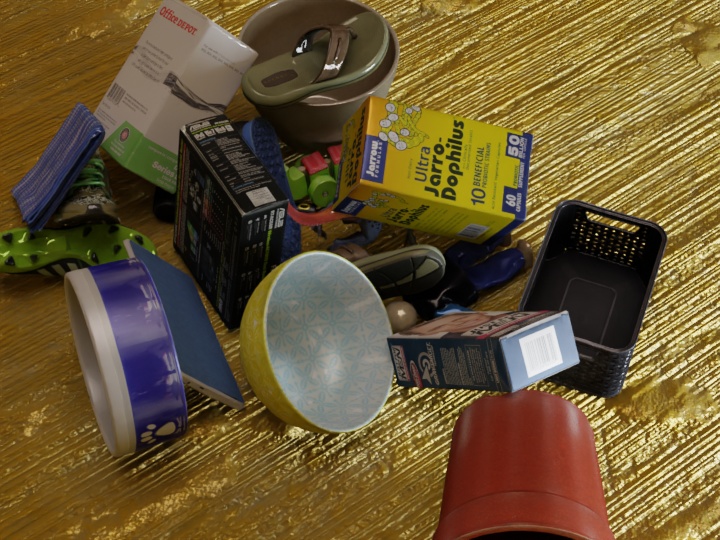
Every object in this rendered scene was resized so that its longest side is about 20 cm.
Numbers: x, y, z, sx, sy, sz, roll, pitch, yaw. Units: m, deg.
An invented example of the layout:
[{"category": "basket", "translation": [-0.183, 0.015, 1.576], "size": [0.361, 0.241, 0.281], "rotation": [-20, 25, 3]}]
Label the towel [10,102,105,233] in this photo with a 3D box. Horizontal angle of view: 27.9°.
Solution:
[{"category": "towel", "translation": [-0.357, -0.125, 1.692], "size": [0.145, 0.024, 0.200], "rotation": [-54, 24, 2]}]

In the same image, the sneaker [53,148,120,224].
[{"category": "sneaker", "translation": [-0.323, -0.105, 1.690], "size": [0.077, 0.089, 0.200], "rotation": [-3, 16, -15]}]

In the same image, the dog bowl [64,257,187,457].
[{"category": "dog bowl", "translation": [-0.248, 0.090, 1.524], "size": [0.079, 0.200, 0.200], "rotation": [-15, 54, -16]}]

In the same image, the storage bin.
[{"category": "storage bin", "translation": [0.262, 0.031, 1.662], "size": [0.135, 0.094, 0.200], "rotation": [17, 54, 11]}]

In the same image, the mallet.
[{"category": "mallet", "translation": [-0.154, -0.092, 1.780], "size": [0.199, 0.041, 0.066], "rotation": [1, 54, -7]}]

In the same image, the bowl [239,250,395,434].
[{"category": "bowl", "translation": [-0.066, 0.087, 1.579], "size": [0.108, 0.200, 0.200], "rotation": [-18, 37, 41]}]

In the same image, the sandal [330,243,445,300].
[{"category": "sandal", "translation": [0.001, 0.000, 1.661], "size": [0.200, 0.080, 0.057], "rotation": [-10, 51, 15]}]

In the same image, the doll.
[{"category": "doll", "translation": [0.111, 0.016, 1.694], "size": [0.200, 0.049, 0.137], "rotation": [-30, 64, -23]}]

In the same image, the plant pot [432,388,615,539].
[{"category": "plant pot", "translation": [0.162, 0.237, 1.441], "size": [0.200, 0.201, 0.196], "rotation": [5, 44, 1]}]

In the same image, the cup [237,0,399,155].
[{"category": "cup", "translation": [-0.055, -0.230, 1.822], "size": [0.200, 0.143, 0.201], "rotation": [2, 52, -2]}]

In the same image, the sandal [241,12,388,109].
[{"category": "sandal", "translation": [-0.048, -0.252, 1.703], "size": [0.201, 0.057, 0.080], "rotation": [-30, 59, -25]}]

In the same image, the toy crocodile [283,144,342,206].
[{"category": "toy crocodile", "translation": [-0.017, -0.130, 1.789], "size": [0.200, 0.062, 0.068], "rotation": [-16, 41, -16]}]

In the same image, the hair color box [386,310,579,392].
[{"category": "hair color box", "translation": [0.127, 0.084, 1.546], "size": [0.100, 0.200, 0.061], "rotation": [-19, 98, -33]}]

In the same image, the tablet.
[{"category": "tablet", "translation": [-0.198, 0.060, 1.608], "size": [0.014, 0.130, 0.200], "rotation": [-37, 54, 13]}]

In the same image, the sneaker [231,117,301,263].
[{"category": "sneaker", "translation": [-0.127, -0.079, 1.725], "size": [0.070, 0.078, 0.201], "rotation": [-4, 82, -53]}]

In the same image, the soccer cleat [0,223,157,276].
[{"category": "soccer cleat", "translation": [-0.340, -0.022, 1.695], "size": [0.200, 0.081, 0.068], "rotation": [2, 84, -24]}]

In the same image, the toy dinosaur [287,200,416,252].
[{"category": "toy dinosaur", "translation": [0.035, -0.071, 1.704], "size": [0.181, 0.200, 0.105], "rotation": [-33, 71, 11]}]

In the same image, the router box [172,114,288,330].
[{"category": "router box", "translation": [-0.151, -0.053, 1.641], "size": [0.062, 0.200, 0.150], "rotation": [-20, 55, -26]}]

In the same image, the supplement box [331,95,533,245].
[{"category": "supplement box", "translation": [0.082, -0.111, 1.645], "size": [0.200, 0.110, 0.109], "rotation": [11, 72, -15]}]

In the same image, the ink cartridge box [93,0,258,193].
[{"category": "ink cartridge box", "translation": [-0.230, -0.215, 1.749], "size": [0.200, 0.084, 0.145], "rotation": [-57, 37, 4]}]
